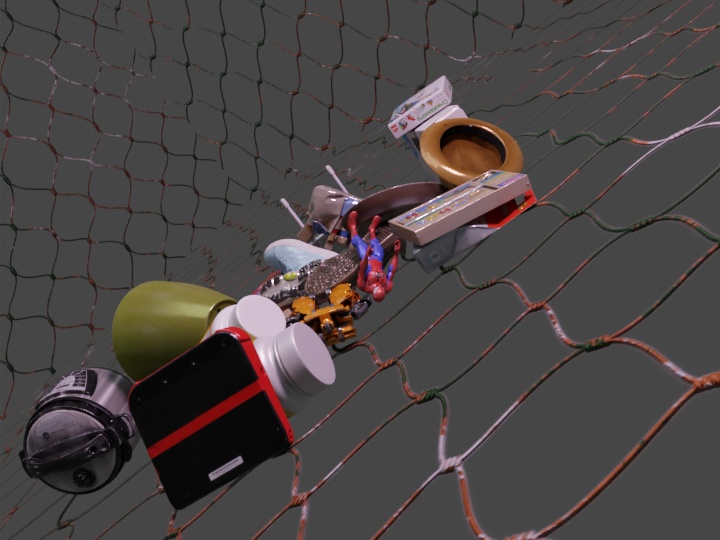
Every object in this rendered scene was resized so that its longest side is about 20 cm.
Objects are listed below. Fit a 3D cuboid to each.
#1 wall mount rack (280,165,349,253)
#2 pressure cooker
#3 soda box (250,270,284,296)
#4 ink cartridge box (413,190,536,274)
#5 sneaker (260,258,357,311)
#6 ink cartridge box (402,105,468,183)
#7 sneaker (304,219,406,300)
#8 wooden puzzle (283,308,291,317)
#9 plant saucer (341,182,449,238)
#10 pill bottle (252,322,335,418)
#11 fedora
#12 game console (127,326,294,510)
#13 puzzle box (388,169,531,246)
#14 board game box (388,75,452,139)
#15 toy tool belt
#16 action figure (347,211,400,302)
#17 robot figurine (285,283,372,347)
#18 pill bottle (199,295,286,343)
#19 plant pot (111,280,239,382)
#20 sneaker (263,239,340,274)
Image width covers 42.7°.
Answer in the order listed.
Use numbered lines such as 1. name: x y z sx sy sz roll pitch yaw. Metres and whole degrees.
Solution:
1. wall mount rack: -0.066 -0.105 1.883 0.200 0.174 0.075 -38 44 -11
2. pressure cooker: -0.460 0.273 1.541 0.200 0.178 0.176 -77 12 -71
3. soda box: -0.183 0.071 1.788 0.070 0.064 0.200 -25 16 38
4. ink cartridge box: 0.175 -0.087 1.451 0.200 0.047 0.160 -34 13 14
5. sneaker: -0.085 0.033 1.656 0.199 0.085 0.077 -10 67 31
6. ink cartridge box: 0.168 -0.236 1.787 0.084 0.145 0.200 -37 12 -4
7. sneaker: 0.000 0.000 1.560 0.200 0.076 0.070 -37 40 -10
8. wooden puzzle: -0.180 0.146 1.561 0.185 0.046 0.200 -36 8 -3
9. plant saucer: 0.065 -0.096 1.617 0.199 0.032 0.200 -13 -18 -4
10. pill bottle: -0.140 0.158 1.235 0.200 0.114 0.114 -32 13 18
11. fedora: 0.191 -0.188 1.629 0.201 0.200 0.082 -47 -24 -40
12. game console: -0.197 0.187 1.182 0.200 0.177 0.031 -33 -13 17
13. puzzle box: 0.151 -0.101 1.433 0.199 0.026 0.133 -27 17 -11
14. board game box: 0.121 -0.326 1.825 0.126 0.035 0.200 -32 13 16
15. toy tool belt: -0.018 -0.080 1.785 0.125 0.199 0.123 -16 -53 -76
16. action figure: 0.024 -0.038 1.450 0.200 0.065 0.099 -99 24 -47
17. robot figurine: -0.051 0.070 1.411 0.144 0.058 0.200 -18 13 0
18. pill bottle: -0.185 0.126 1.357 0.200 0.109 0.109 -52 -1 40
19. plant pot: -0.278 0.102 1.530 0.199 0.188 0.187 -8 29 43
20. sneaker: -0.119 -0.005 1.748 0.199 0.074 0.082 9 41 37
